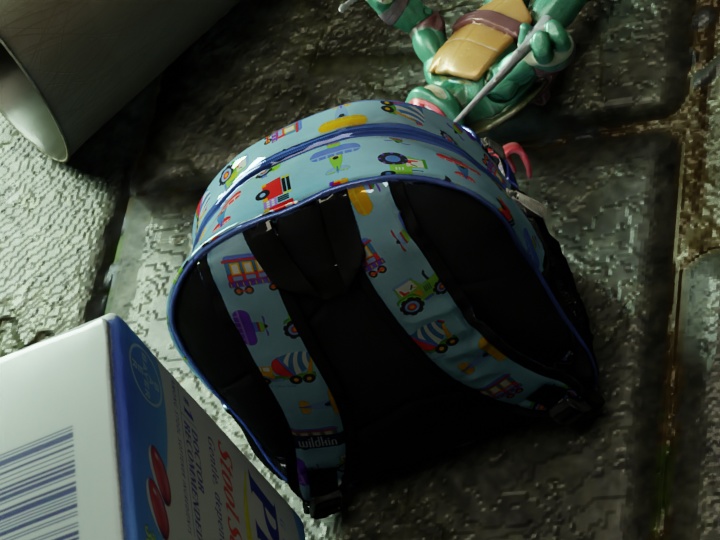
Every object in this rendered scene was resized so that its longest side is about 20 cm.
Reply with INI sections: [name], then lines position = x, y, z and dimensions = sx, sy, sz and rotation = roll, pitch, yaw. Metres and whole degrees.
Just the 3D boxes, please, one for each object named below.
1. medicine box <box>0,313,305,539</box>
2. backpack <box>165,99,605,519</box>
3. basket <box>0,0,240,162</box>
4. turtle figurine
[medicine box]
position = -0.099, 0.155, 1.004
dimensions = 0.102, 0.200, 0.183
rotation = -22, 49, 14
[backpack]
position = 0.000, 0.000, 1.067
dimensions = 0.182, 0.200, 0.135
rotation = -21, 49, 13
[basket]
position = -0.137, -0.177, 1.313
dimensions = 0.200, 0.136, 0.180
rotation = -40, 12, -12
[turtle figurine]
position = 0.066, -0.128, 1.195
dimensions = 0.149, 0.101, 0.200
rotation = 20, 55, 32
